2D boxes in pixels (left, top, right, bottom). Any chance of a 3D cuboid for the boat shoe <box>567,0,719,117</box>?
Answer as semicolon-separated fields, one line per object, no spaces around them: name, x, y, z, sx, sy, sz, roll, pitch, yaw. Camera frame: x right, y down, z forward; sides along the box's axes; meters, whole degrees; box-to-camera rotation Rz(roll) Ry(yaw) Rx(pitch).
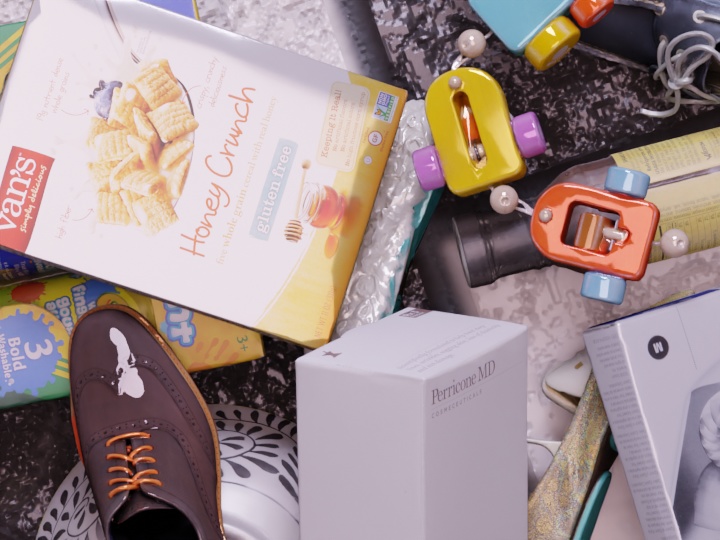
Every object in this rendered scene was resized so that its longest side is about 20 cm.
boat shoe;0.190;-0.118;1.410;0.199;0.075;0.062;13;60;9

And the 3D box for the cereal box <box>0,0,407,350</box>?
cereal box;-0.091;-0.055;1.364;0.199;0.040;0.144;17;87;-5

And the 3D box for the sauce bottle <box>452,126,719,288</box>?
sauce bottle;0.149;-0.035;1.429;0.199;0.065;0.065;-13;90;0

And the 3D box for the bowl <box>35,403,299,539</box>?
bowl;-0.082;0.173;1.407;0.200;0.094;0.202;0;89;0

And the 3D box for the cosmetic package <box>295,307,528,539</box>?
cosmetic package;0.028;0.129;1.361;0.081;0.113;0.201;10;110;30

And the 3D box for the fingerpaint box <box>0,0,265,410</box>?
fingerpaint box;-0.150;-0.035;1.418;0.166;0.073;0.201;-10;90;-2

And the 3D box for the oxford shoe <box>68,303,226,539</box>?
oxford shoe;-0.104;0.103;1.332;0.071;0.073;0.201;-21;72;0

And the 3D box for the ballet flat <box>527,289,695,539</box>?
ballet flat;0.116;0.091;1.429;0.070;0.071;0.201;26;89;-1

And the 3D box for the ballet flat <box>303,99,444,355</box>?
ballet flat;0.000;0.000;1.428;0.071;0.072;0.201;18;82;-1

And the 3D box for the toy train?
toy train;0.109;-0.087;1.382;0.150;0.056;0.201;9;88;12

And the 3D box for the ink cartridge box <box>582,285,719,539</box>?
ink cartridge box;0.232;0.099;1.403;0.199;0.041;0.201;-17;91;-26
